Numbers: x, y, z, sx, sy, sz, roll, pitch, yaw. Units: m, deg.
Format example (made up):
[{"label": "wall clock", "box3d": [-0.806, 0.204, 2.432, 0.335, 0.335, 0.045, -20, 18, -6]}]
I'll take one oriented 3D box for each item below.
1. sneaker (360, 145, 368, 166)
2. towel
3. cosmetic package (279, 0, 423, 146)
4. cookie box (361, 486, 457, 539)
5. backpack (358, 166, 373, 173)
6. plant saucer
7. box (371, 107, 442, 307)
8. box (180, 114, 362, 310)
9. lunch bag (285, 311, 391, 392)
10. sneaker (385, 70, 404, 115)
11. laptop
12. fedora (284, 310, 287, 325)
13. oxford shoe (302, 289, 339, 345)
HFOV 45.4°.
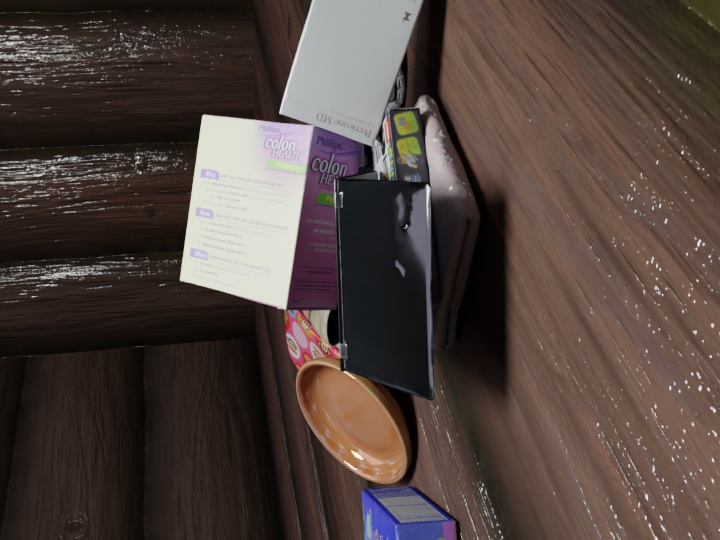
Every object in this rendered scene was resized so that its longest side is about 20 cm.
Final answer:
[{"label": "sneaker", "box3d": [-0.015, -0.136, 1.299, 0.082, 0.069, 0.203, -76, -11, -70]}, {"label": "towel", "box3d": [0.078, -0.050, 0.904, 0.201, 0.032, 0.193, -105, 15, -46]}, {"label": "cosmetic package", "box3d": [-0.005, -0.247, 0.902, 0.081, 0.111, 0.202, -96, 23, -71]}, {"label": "cookie box", "box3d": [0.058, 0.363, 1.025, 0.200, 0.074, 0.174, 167, 99, -79]}, {"label": "backpack", "box3d": [-0.052, -0.049, 1.136, 0.150, 0.197, 0.181, -163, 71, -78]}, {"label": "plant saucer", "box3d": [-0.005, 0.198, 1.164, 0.199, 0.037, 0.202, 30, 140, 29]}, {"label": "box", "box3d": [0.045, -0.054, 0.901, 0.110, 0.034, 0.203, 125, 141, -74]}, {"label": "box", "box3d": [-0.106, -0.069, 1.006, 0.174, 0.096, 0.203, 12, 95, 36]}, {"label": "lunch bag", "box3d": [-0.036, 0.136, 1.268, 0.200, 0.081, 0.178, 45, 145, 36]}, {"label": "sneaker", "box3d": [0.013, -0.297, 1.046, 0.100, 0.077, 0.203, -107, 18, -60]}, {"label": "laptop", "box3d": [0.038, 0.003, 0.838, 0.200, 0.114, 0.190, -28, -62, -70]}, {"label": "fedora", "box3d": [-0.081, 0.005, 1.399, 0.201, 0.080, 0.204, -178, 90, -82]}, {"label": "oxford shoe", "box3d": [0.000, 0.000, 1.024, 0.075, 0.070, 0.202, 55, 128, 46]}]
